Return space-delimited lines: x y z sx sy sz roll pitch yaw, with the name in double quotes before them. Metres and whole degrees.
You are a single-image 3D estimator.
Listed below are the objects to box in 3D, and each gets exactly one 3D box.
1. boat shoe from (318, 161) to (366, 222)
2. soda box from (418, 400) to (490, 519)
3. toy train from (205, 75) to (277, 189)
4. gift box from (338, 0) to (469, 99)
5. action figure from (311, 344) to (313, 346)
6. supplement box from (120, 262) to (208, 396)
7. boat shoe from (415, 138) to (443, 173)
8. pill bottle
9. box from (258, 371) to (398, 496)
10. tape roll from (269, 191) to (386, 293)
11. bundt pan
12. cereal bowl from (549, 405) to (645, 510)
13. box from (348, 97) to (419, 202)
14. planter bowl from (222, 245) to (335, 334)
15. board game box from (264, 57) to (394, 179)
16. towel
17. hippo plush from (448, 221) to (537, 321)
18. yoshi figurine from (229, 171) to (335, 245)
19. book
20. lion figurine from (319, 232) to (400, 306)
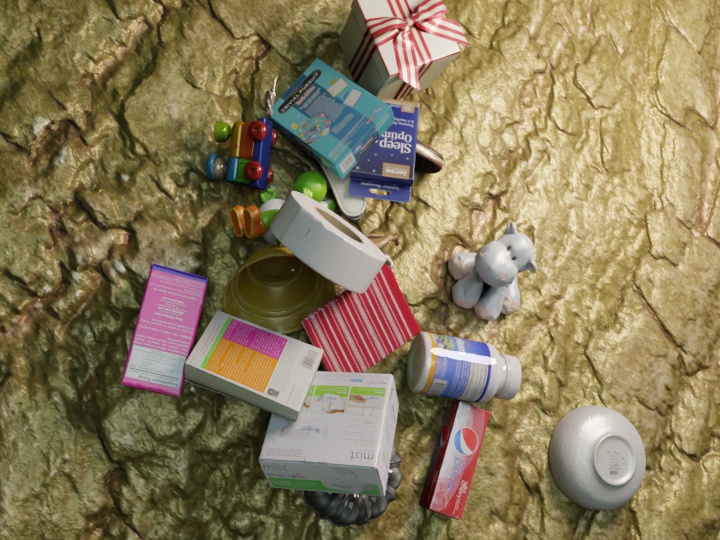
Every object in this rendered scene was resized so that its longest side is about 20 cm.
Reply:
"boat shoe" -0.037 -0.188 1.371 0.074 0.062 0.203 -22 78 -9
"soda box" 0.174 0.348 1.331 0.069 0.063 0.204 21 75 -10
"toy train" -0.214 -0.255 1.310 0.113 0.085 0.205 7 91 9
"gift box" 0.084 -0.430 1.385 0.182 0.187 0.203 -28 87 -17
"action figure" -0.037 0.123 1.312 0.196 0.066 0.052 -9 60 -24
"supplement box" -0.331 0.105 1.220 0.101 0.101 0.204 16 77 -13
"boat shoe" 0.078 -0.262 1.413 0.199 0.075 0.076 24 69 -9
"pill bottle" 0.194 0.185 1.340 0.196 0.112 0.115 10 77 -13
"box" -0.047 0.265 1.192 0.196 0.098 0.179 0 47 13
"tape roll" -0.054 -0.049 1.213 0.201 0.203 0.071 36 100 -6
"bundt pan" -0.012 0.353 1.274 0.198 0.076 0.206 3 78 -15
"cereal bowl" 0.473 0.364 1.399 0.196 0.083 0.205 3 78 -15
"box" 0.046 -0.230 1.346 0.118 0.032 0.204 7 70 -3
"planter bowl" -0.147 0.018 1.272 0.196 0.203 0.084 -1 43 -15
"board game box" -0.058 -0.285 1.335 0.199 0.047 0.151 39 81 27
"towel" 0.004 0.098 1.286 0.198 0.022 0.147 -32 102 -19
"hippo plush" 0.278 0.003 1.370 0.197 0.161 0.162 -26 87 -18
"yoshi figurine" -0.135 -0.126 1.311 0.197 0.113 0.113 -18 64 -33
"book" -0.173 0.153 1.194 0.197 0.049 0.135 21 46 3
"lion figurine" 0.000 0.000 1.353 0.120 0.073 0.203 16 62 -2
